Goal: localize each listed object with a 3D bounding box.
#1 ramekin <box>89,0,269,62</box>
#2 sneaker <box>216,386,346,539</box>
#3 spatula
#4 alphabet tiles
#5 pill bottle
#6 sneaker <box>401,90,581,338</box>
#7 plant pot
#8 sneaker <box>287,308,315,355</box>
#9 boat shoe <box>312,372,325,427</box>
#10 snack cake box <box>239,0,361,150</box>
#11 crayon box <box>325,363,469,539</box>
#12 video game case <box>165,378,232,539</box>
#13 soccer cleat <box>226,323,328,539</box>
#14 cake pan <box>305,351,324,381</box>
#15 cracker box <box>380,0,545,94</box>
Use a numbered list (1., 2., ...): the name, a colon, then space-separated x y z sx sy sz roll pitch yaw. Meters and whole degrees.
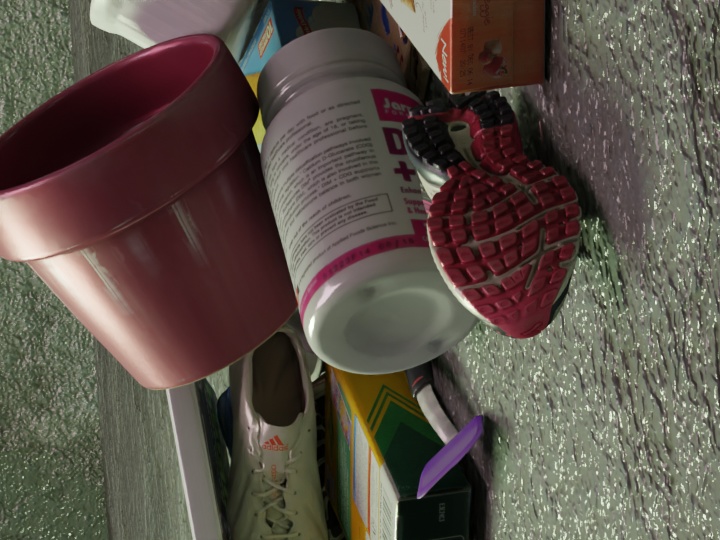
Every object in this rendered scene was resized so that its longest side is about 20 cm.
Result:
1. ramekin: -0.093 -0.229 1.695 0.201 0.097 0.200 -56 -3 -4
2. sneaker: -0.041 0.161 1.788 0.201 0.078 0.089 63 157 -11
3. spatula: 0.047 0.086 1.551 0.021 0.057 0.200 41 -168 -21
4. alphabet tiles: 0.016 -0.181 1.633 0.168 0.008 0.201 102 158 -55
5. pill bottle: 0.000 -0.047 1.516 0.114 0.113 0.201 99 159 -52
6. sneaker: 0.076 -0.023 1.295 0.200 0.080 0.075 -102 -4 -59
7. plant pot: -0.135 -0.029 1.610 0.180 0.199 0.200 61 176 -20
8. sneaker: 0.000 0.000 1.679 0.089 0.075 0.200 -61 15 -18
9. boat shoe: -0.023 0.118 1.842 0.066 0.072 0.201 55 150 6
10. snack cake box: -0.053 -0.086 1.739 0.200 0.067 0.115 120 145 -50
11. crayon box: 0.023 0.146 1.629 0.200 0.051 0.126 -118 24 -58
12. video game case: -0.104 0.168 1.735 0.182 0.023 0.201 79 179 -78
13. soccer cleat: -0.058 0.132 1.682 0.078 0.069 0.201 153 111 -75
14. cake pan: -0.035 -0.014 1.879 0.200 0.037 0.201 174 90 -77
15. cracker box: 0.048 -0.196 1.354 0.200 0.057 0.135 -121 27 -62
